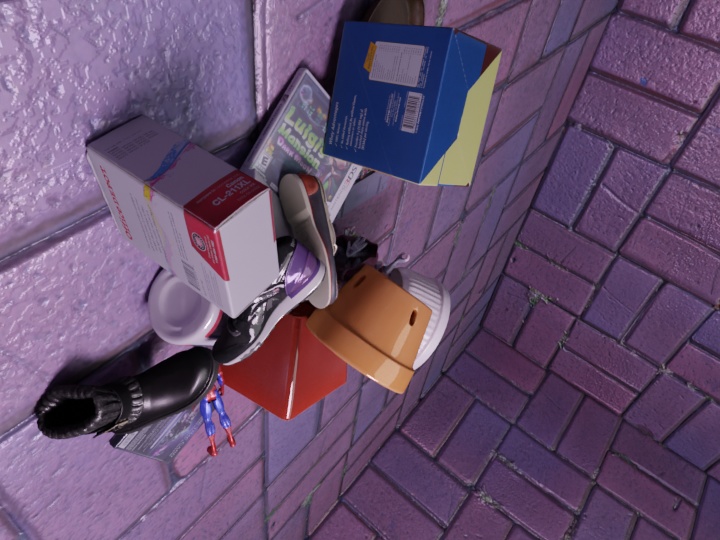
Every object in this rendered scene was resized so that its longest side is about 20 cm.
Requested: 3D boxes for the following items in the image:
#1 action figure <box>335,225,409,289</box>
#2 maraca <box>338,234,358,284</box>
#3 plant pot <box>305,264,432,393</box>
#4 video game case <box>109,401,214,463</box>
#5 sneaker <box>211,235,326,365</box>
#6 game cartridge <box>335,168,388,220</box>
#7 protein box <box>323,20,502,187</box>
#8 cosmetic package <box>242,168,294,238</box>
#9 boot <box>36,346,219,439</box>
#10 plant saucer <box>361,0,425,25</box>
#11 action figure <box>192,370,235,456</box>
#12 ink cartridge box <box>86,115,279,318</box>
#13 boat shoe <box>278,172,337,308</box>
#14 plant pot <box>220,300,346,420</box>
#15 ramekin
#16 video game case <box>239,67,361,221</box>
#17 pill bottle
[{"bbox_3d":[0.000,0.000,0.991,0.151,0.132,0.200,-64,159,-7],"label":"action figure"},{"bbox_3d":[-0.055,0.014,1.119,0.136,0.107,0.202,17,106,-47],"label":"maraca"},{"bbox_3d":[0.028,0.087,0.879,0.141,0.199,0.200,-55,158,-1],"label":"plant pot"},{"bbox_3d":[-0.349,0.276,0.967,0.143,0.019,0.201,-51,158,-17],"label":"video game case"},{"bbox_3d":[-0.145,0.035,0.716,0.200,0.076,0.087,-46,123,3],"label":"sneaker"},{"bbox_3d":[0.002,-0.190,1.074,0.199,0.038,0.131,-38,155,-41],"label":"game cartridge"},{"bbox_3d":[0.070,-0.246,0.788,0.134,0.199,0.202,-7,115,-46],"label":"protein box"},{"bbox_3d":[-0.145,-0.041,0.788,0.200,0.080,0.115,55,27,-57],"label":"cosmetic package"},{"bbox_3d":[-0.316,0.171,0.742,0.209,0.080,0.158,-34,158,2],"label":"boot"},{"bbox_3d":[0.043,-0.385,0.903,0.200,0.032,0.202,-45,155,-28],"label":"plant saucer"},{"bbox_3d":[-0.272,0.231,0.952,0.065,0.051,0.203,-16,112,-28],"label":"action figure"},{"bbox_3d":[-0.195,-0.063,0.600,0.083,0.198,0.147,-45,156,-32],"label":"ink cartridge box"},{"bbox_3d":[-0.065,-0.047,0.783,0.071,0.203,0.062,-19,173,38],"label":"boat shoe"},{"bbox_3d":[-0.139,0.127,1.004,0.199,0.198,0.179,-19,125,-57],"label":"plant pot"},{"bbox_3d":[0.075,0.089,1.053,0.200,0.104,0.202,-47,-155,30],"label":"ramekin"},{"bbox_3d":[-0.075,-0.175,0.831,0.200,0.023,0.184,39,76,-49],"label":"video game case"},{"bbox_3d":[-0.217,0.059,0.821,0.121,0.119,0.200,-58,158,2],"label":"pill bottle"}]
